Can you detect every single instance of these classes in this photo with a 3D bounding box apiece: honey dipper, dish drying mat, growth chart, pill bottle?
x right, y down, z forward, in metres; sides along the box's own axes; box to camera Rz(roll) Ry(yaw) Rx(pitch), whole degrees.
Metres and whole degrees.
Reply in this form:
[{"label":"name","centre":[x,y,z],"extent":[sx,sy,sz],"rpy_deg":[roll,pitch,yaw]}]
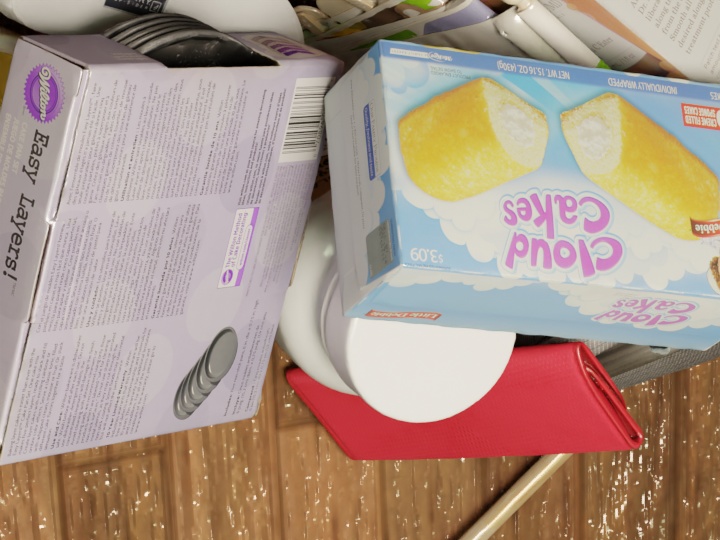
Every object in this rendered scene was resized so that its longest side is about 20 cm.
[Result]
[{"label":"honey dipper","centre":[0.071,0.152,1.483],"extent":[0.200,0.038,0.038],"rpy_deg":[-45,118,-5]},{"label":"dish drying mat","centre":[0.054,0.071,1.370],"extent":[0.077,0.200,0.018],"rpy_deg":[52,51,-31]},{"label":"growth chart","centre":[0.039,-0.104,1.300],"extent":[0.145,0.200,0.018],"rpy_deg":[42,59,-37]},{"label":"pill bottle","centre":[0.000,0.000,1.303],"extent":[0.114,0.200,0.114],"rpy_deg":[-7,111,-19]}]

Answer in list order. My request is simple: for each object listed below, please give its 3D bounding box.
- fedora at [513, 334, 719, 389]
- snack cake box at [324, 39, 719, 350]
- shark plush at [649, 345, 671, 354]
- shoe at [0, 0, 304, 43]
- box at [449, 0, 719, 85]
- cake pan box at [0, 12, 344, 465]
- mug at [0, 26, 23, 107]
[{"label":"fedora","centre":[0.151,0.005,1.406],"extent":[0.200,0.177,0.090],"rpy_deg":[-15,74,-31]},{"label":"snack cake box","centre":[0.088,-0.033,1.198],"extent":[0.200,0.067,0.115],"rpy_deg":[5,65,-25]},{"label":"shark plush","centre":[0.178,-0.038,1.315],"extent":[0.083,0.200,0.091],"rpy_deg":[37,120,-16]},{"label":"shoe","centre":[-0.118,-0.136,1.215],"extent":[0.200,0.091,0.072],"rpy_deg":[17,102,-49]},{"label":"box","centre":[0.094,-0.166,1.288],"extent":[0.200,0.152,0.106],"rpy_deg":[35,69,-27]},{"label":"cake pan box","centre":[-0.099,-0.017,1.173],"extent":[0.184,0.052,0.200],"rpy_deg":[-11,120,-53]},{"label":"mug","centre":[-0.189,-0.054,1.240],"extent":[0.187,0.153,0.149],"rpy_deg":[27,98,-27]}]
